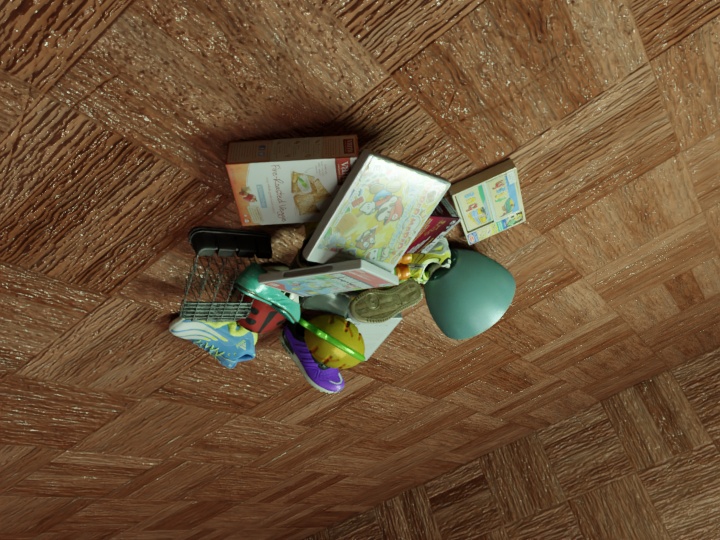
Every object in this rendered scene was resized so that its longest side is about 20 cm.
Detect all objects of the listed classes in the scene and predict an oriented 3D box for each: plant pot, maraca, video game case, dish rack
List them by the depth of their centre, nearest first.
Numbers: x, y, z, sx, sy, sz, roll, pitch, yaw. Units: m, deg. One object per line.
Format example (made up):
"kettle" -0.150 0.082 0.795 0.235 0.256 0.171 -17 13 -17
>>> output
"video game case" 0.027 -0.083 0.974 0.182 0.023 0.200 11 122 -40
"video game case" -0.053 0.016 1.045 0.199 0.018 0.143 -8 165 27
"dish rack" -0.255 0.017 1.133 0.153 0.055 0.200 3 130 -30
"maraca" -0.068 0.140 1.278 0.200 0.137 0.107 36 79 -38
"plant pot" 0.216 0.031 1.332 0.200 0.200 0.135 -35 116 24

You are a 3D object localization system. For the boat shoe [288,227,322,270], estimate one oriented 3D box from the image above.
"boat shoe" -0.077 -0.032 1.064 0.060 0.072 0.202 -4 158 -41

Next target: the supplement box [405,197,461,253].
"supplement box" 0.090 -0.085 1.128 0.200 0.061 0.109 -3 144 -52

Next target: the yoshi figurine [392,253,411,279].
"yoshi figurine" -0.005 -0.013 1.222 0.199 0.113 0.112 -13 178 -15

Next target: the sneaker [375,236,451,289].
"sneaker" 0.102 -0.002 1.300 0.200 0.077 0.075 -33 147 24

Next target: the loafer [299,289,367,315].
"loafer" -0.046 0.060 1.286 0.200 0.072 0.073 -6 142 -43

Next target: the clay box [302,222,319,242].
"clay box" -0.024 -0.117 1.086 0.115 0.048 0.200 5 143 -29

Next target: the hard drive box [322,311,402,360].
"hard drive box" -0.018 0.138 1.450 0.155 0.077 0.200 3 142 -30

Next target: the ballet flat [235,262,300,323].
"ballet flat" -0.153 0.039 1.129 0.071 0.067 0.200 -56 148 -6

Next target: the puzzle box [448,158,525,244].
"puzzle box" 0.259 -0.133 1.230 0.133 0.025 0.200 -23 148 9

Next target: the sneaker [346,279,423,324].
"sneaker" 0.027 0.076 1.247 0.200 0.071 0.112 -15 172 -43

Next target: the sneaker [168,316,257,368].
"sneaker" -0.304 0.151 1.296 0.199 0.105 0.076 8 140 -36

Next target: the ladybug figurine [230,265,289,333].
"ladybug figurine" -0.194 0.069 1.259 0.135 0.072 0.200 2 143 -30

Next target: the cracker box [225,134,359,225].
"cracker box" -0.099 -0.139 0.957 0.199 0.058 0.134 -4 141 0

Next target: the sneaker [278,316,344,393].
"sneaker" -0.102 0.185 1.381 0.069 0.200 0.100 -26 157 -52
